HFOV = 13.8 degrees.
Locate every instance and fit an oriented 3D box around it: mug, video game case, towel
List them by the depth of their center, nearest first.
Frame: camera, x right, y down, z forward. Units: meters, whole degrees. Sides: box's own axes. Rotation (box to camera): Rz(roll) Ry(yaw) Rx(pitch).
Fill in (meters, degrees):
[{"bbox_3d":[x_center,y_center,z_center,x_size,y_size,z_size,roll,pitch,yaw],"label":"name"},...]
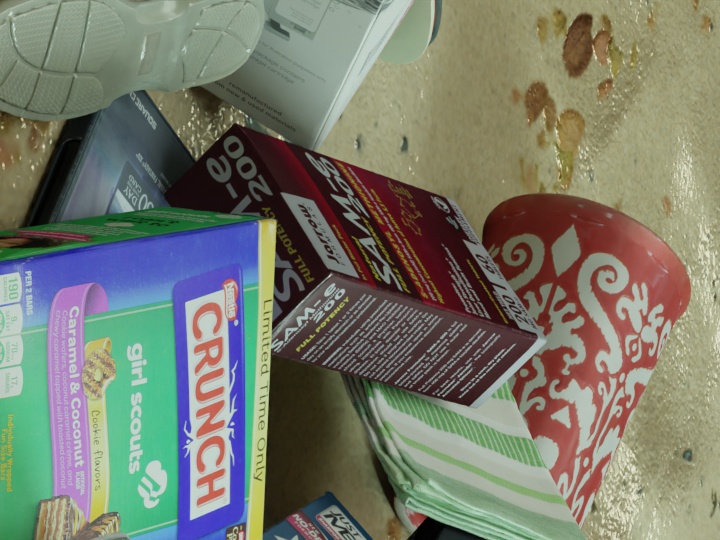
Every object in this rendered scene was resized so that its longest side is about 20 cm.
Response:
[{"bbox_3d":[-0.124,0.016,1.474,0.143,0.019,0.201,56,43,-45],"label":"video game case"},{"bbox_3d":[0.044,0.069,1.610,0.152,0.023,0.200,24,28,-39],"label":"towel"},{"bbox_3d":[0.113,0.086,1.786,0.178,0.133,0.201,57,46,-41],"label":"mug"}]

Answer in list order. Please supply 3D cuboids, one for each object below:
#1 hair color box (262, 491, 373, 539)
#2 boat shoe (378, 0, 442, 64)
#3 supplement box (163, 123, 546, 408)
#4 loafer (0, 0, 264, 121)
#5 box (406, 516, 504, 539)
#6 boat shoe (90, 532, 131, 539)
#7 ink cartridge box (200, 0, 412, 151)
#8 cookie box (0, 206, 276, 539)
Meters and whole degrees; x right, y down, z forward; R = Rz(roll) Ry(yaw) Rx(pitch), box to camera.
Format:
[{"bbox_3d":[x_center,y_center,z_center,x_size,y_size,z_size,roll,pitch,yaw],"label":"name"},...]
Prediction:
[{"bbox_3d":[-0.069,0.189,1.474,0.061,0.100,0.200,47,30,10],"label":"hair color box"},{"bbox_3d":[0.007,-0.215,1.664,0.063,0.071,0.201,-48,126,-53],"label":"boat shoe"},{"bbox_3d":[0.000,0.000,1.542,0.200,0.061,0.109,16,35,-53],"label":"supplement box"},{"bbox_3d":[-0.132,-0.118,1.430,0.200,0.063,0.072,-10,128,-50],"label":"loafer"},{"bbox_3d":[0.031,0.201,1.566,0.141,0.079,0.200,-52,180,23],"label":"box"},{"bbox_3d":[-0.123,0.190,1.319,0.070,0.200,0.066,-23,67,-37],"label":"boat shoe"},{"bbox_3d":[0.002,-0.183,1.527,0.147,0.083,0.200,-58,177,-43],"label":"ink cartridge box"},{"bbox_3d":[-0.128,0.064,1.369,0.200,0.075,0.172,-12,107,-53],"label":"cookie box"}]
